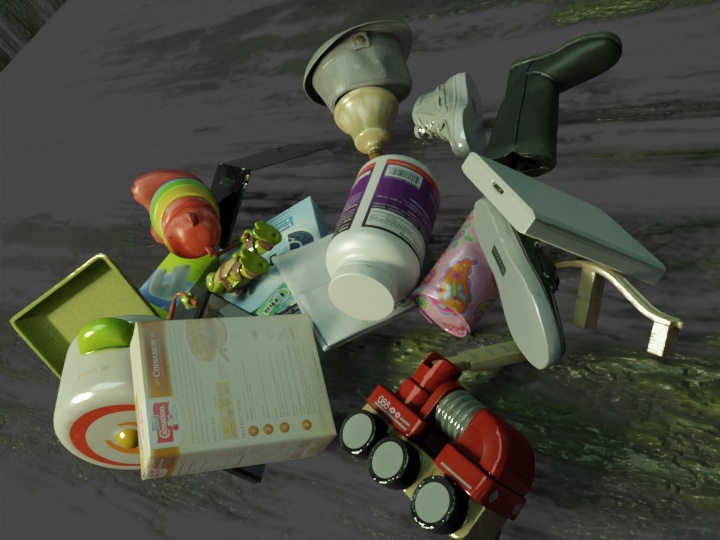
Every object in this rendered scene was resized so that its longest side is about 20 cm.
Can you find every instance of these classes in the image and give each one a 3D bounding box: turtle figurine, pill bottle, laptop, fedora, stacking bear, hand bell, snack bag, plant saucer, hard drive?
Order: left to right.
[{"bbox_3d":[-0.357,0.092,1.014,0.200,0.200,0.048,-31,14,21],"label":"plant saucer"},{"bbox_3d":[-0.264,-0.077,1.081,0.113,0.122,0.200,-25,29,-13],"label":"stacking bear"},{"bbox_3d":[-0.177,0.006,0.980,0.161,0.064,0.200,-29,18,47],"label":"turtle figurine"},{"bbox_3d":[-0.168,-0.129,1.177,0.187,0.116,0.201,24,97,64],"label":"laptop"},{"bbox_3d":[0.000,0.000,0.919,0.188,0.021,0.200,-25,44,-11],"label":"snack bag"},{"bbox_3d":[0.012,-0.304,1.145,0.199,0.177,0.091,-15,65,-24],"label":"fedora"},{"bbox_3d":[0.025,-0.168,1.074,0.104,0.104,0.201,-22,56,17],"label":"hand bell"},{"bbox_3d":[0.026,-0.040,0.856,0.112,0.113,0.200,-9,42,30],"label":"pill bottle"},{"bbox_3d":[0.210,-0.053,0.738,0.026,0.199,0.132,-59,35,23],"label":"hard drive"}]

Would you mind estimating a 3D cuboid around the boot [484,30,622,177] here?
[{"bbox_3d":[0.256,-0.217,0.945,0.164,0.066,0.200,-12,44,39],"label":"boot"}]

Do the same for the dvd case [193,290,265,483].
[{"bbox_3d":[-0.157,0.138,0.867,0.018,0.142,0.201,-33,35,44],"label":"dvd case"}]

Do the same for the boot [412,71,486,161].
[{"bbox_3d":[0.125,-0.208,1.040,0.095,0.074,0.200,-23,34,26],"label":"boot"}]

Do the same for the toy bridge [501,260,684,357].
[{"bbox_3d":[0.237,0.027,0.740,0.200,0.027,0.068,20,108,46],"label":"toy bridge"}]

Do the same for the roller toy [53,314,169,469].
[{"bbox_3d":[-0.281,0.161,0.902,0.182,0.200,0.140,-46,35,32],"label":"roller toy"}]

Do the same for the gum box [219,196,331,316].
[{"bbox_3d":[-0.119,0.004,1.030,0.170,0.045,0.200,-29,41,11],"label":"gum box"}]

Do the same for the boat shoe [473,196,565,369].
[{"bbox_3d":[0.175,0.004,0.741,0.056,0.069,0.201,-8,61,-14],"label":"boat shoe"}]

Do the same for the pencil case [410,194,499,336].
[{"bbox_3d":[0.145,-0.021,0.837,0.087,0.087,0.200,19,66,44],"label":"pencil case"}]

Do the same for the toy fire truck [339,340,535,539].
[{"bbox_3d":[0.110,0.144,0.700,0.200,0.129,0.176,-54,42,-3],"label":"toy fire truck"}]

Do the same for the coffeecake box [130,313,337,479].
[{"bbox_3d":[-0.144,0.134,0.792,0.073,0.199,0.154,122,140,-50],"label":"coffeecake box"}]

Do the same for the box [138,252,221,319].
[{"bbox_3d":[-0.303,0.053,1.118,0.122,0.048,0.200,16,63,44],"label":"box"}]
